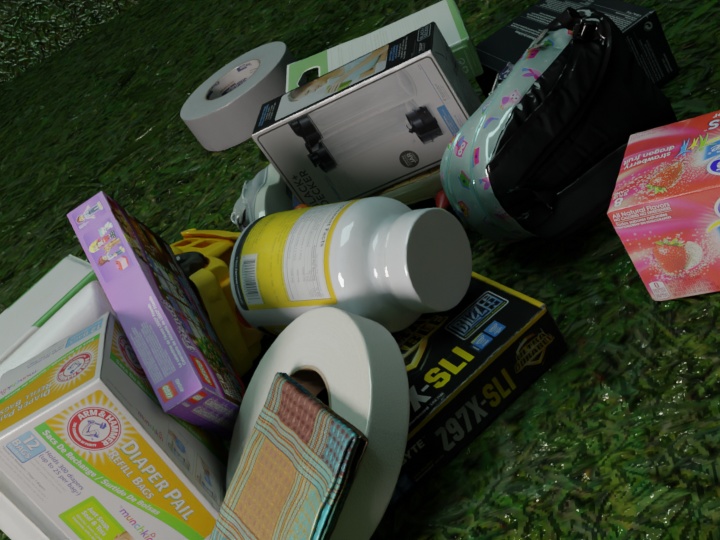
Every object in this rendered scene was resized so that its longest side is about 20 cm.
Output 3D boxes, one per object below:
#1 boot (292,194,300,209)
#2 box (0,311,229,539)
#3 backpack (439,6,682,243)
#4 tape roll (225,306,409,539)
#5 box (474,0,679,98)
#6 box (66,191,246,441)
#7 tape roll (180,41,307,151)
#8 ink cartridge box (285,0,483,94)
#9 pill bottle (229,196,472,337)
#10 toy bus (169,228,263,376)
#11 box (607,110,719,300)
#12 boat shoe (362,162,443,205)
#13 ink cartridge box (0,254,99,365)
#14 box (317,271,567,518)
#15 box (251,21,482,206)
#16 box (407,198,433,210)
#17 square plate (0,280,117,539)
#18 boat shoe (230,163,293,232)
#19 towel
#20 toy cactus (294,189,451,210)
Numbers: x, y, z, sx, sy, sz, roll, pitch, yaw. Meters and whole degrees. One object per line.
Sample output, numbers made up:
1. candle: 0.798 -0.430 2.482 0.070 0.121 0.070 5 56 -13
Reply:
1. boot: -0.059 -0.079 1.218 0.091 0.073 0.200 -66 11 -1
2. box: -0.188 0.151 0.848 0.112 0.200 0.101 -31 27 8
3. backpack: 0.169 -0.111 0.941 0.200 0.167 0.127 -48 13 -18
4. tape roll: -0.037 0.127 0.794 0.203 0.037 0.203 -36 44 43
5. box: 0.215 -0.219 1.122 0.141 0.079 0.200 -33 27 -3
6. box: -0.164 0.041 0.901 0.039 0.137 0.200 -33 67 3
7. tape roll: -0.184 -0.274 1.673 0.200 0.066 0.200 -28 27 16
8. ink cartridge box: 0.021 -0.212 1.121 0.199 0.048 0.146 -22 29 10
9. pill bottle: -0.009 -0.002 0.887 0.200 0.112 0.112 -5 39 44
10. toy bus: -0.143 0.019 1.113 0.192 0.136 0.200 -32 23 -33
11. box: 0.291 -0.058 0.758 0.200 0.096 0.100 -13 35 37
12. boat shoe: 0.099 -0.095 1.062 0.199 0.069 0.071 -20 34 17
13. ink cartridge box: -0.250 0.110 0.989 0.147 0.200 0.083 -46 32 -20
14. box: 0.045 0.087 0.859 0.200 0.049 0.160 -41 29 -11
15. box: 0.010 -0.141 1.031 0.200 0.117 0.060 -20 34 23
16. box: 0.057 -0.165 1.181 0.122 0.106 0.200 -24 29 18
17. square plate: -0.238 0.146 0.916 0.200 0.198 0.028 -45 29 -19
18. boat shoe: -0.115 -0.070 1.271 0.071 0.070 0.201 -30 20 13
19. towel: -0.067 0.184 0.750 0.147 0.022 0.201 25 95 60
20. toy cactus: 0.000 0.000 1.016 0.199 0.102 0.165 -16 41 17
